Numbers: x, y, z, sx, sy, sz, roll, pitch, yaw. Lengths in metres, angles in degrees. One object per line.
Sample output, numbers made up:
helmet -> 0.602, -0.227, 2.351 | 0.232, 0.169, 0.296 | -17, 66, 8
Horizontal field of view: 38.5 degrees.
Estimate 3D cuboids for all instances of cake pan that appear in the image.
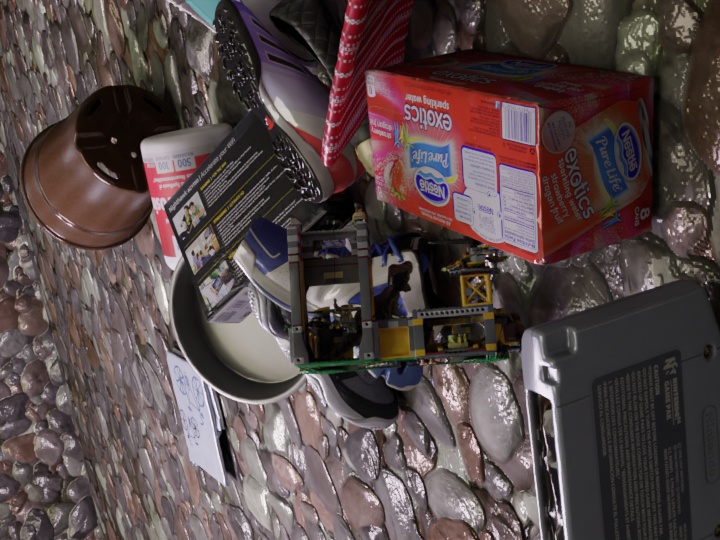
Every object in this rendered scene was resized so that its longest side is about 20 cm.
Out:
cake pan -> -0.124, 0.049, 1.153 | 0.198, 0.037, 0.203 | 8, 108, 25

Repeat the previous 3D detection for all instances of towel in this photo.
towel -> 0.017, -0.190, 0.754 | 0.022, 0.145, 0.201 | 22, 136, 9

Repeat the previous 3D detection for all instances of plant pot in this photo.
plant pot -> -0.347, -0.149, 1.428 | 0.198, 0.199, 0.202 | -24, 83, 55

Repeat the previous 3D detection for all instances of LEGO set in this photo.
LEGO set -> 0.026, 0.012, 0.772 | 0.154, 0.198, 0.117 | 28, -122, -74

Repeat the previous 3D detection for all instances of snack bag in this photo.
snack bag -> -0.253, 0.231, 1.630 | 0.188, 0.021, 0.202 | 9, 112, 62

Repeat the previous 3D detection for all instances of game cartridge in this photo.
game cartridge -> 0.165, 0.113, 0.615 | 0.041, 0.132, 0.202 | 17, 119, 58

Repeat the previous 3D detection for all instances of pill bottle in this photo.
pill bottle -> -0.188, -0.067, 1.231 | 0.112, 0.111, 0.202 | 12, 115, 61

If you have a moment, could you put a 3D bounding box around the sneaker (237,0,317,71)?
sneaker -> -0.091, -0.279, 0.971 | 0.071, 0.073, 0.201 | -38, 79, 38

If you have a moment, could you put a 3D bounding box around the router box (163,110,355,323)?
router box -> -0.107, -0.062, 1.047 | 0.200, 0.051, 0.150 | -40, 64, 32

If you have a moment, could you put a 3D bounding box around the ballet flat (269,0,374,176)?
ballet flat -> -0.021, -0.160, 0.896 | 0.067, 0.056, 0.201 | 60, -174, -66

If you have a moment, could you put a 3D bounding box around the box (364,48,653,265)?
box -> 0.093, -0.084, 0.688 | 0.200, 0.095, 0.101 | 27, 128, 56

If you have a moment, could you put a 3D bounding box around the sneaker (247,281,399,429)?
sneaker -> -0.009, 0.058, 0.984 | 0.114, 0.076, 0.200 | -37, 101, 25

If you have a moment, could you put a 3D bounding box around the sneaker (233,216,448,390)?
sneaker -> 0.001, 0.000, 0.889 | 0.199, 0.081, 0.115 | 36, 109, -5

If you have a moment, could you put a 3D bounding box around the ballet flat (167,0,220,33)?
ballet flat -> -0.175, -0.298, 1.020 | 0.199, 0.072, 0.072 | 37, 169, -28

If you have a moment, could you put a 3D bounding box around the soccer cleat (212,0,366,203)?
soccer cleat -> -0.064, -0.161, 0.935 | 0.201, 0.073, 0.068 | 59, 157, 1
